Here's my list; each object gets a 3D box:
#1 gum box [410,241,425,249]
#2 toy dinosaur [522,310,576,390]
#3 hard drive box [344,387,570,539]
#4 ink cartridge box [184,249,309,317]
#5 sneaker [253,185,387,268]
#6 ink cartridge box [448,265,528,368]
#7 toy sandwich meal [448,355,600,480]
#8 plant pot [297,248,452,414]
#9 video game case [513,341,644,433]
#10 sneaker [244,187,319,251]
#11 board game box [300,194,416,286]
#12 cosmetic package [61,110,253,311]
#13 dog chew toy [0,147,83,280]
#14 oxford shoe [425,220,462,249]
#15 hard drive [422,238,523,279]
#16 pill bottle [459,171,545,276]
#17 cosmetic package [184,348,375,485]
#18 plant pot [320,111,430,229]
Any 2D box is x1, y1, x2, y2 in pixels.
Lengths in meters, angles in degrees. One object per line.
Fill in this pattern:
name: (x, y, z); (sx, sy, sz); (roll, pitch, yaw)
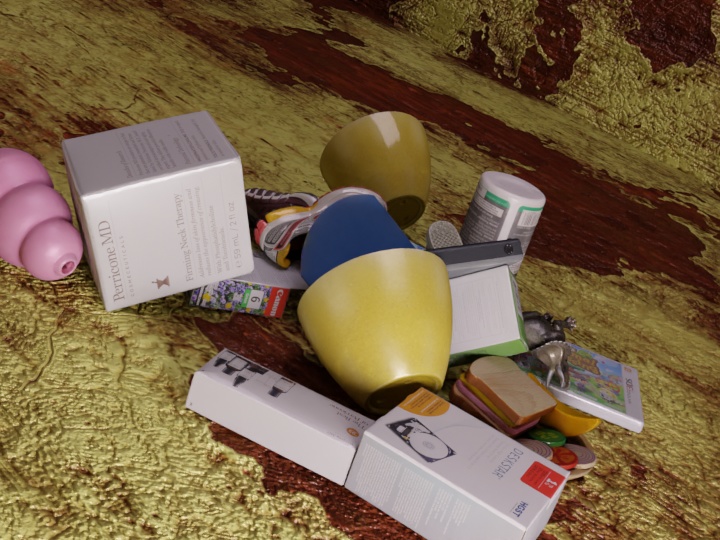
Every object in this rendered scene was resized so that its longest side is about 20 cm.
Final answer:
gum box: (0.017, -0.022, 1.723); (0.198, 0.045, 0.170); (25, 22, 13)
toy dinosaur: (0.248, 0.088, 1.566); (0.199, 0.078, 0.101); (38, 21, 33)
hard drive box: (0.107, 0.228, 1.177); (0.198, 0.078, 0.155); (28, 24, 18)
ink cartridge box: (-0.147, 0.015, 1.488); (0.197, 0.051, 0.109); (10, 24, -26)
sneaker: (-0.048, -0.054, 1.535); (0.197, 0.079, 0.083); (-22, 51, -18)
ink cartridge box: (0.118, 0.072, 1.450); (0.197, 0.106, 0.059); (-14, -25, 15)
toy sandwich meal: (0.214, 0.185, 1.374); (0.202, 0.071, 0.206); (17, 22, -7)
plant pot: (0.034, 0.089, 1.324); (0.197, 0.200, 0.144); (4, 54, -34)
video game case: (0.321, 0.155, 1.603); (0.197, 0.022, 0.182); (22, 22, 3)
sneaker: (-0.146, -0.059, 1.640); (0.198, 0.117, 0.076); (0, -33, 43)
board game box: (0.000, 0.000, 1.494); (0.201, 0.158, 0.039); (50, -21, -14)
cosmetic package: (-0.258, -0.080, 1.377); (0.197, 0.170, 0.167); (-16, 34, -17)
dog chew toy: (-0.418, -0.064, 1.351); (0.200, 0.126, 0.124); (41, 29, 27)
oxford shoe: (0.142, 0.017, 1.667); (0.074, 0.058, 0.203); (-7, 56, -10)
hard drive: (0.098, -0.003, 1.440); (0.197, 0.033, 0.139); (-7, -10, -25)
pill bottle: (0.212, -0.046, 1.735); (0.111, 0.203, 0.113); (17, 22, -7)
cosmetic package: (-0.088, 0.159, 1.202); (0.197, 0.051, 0.083); (24, 23, 10)
plant pot: (0.042, -0.152, 1.874); (0.197, 0.201, 0.144); (4, 51, -34)
